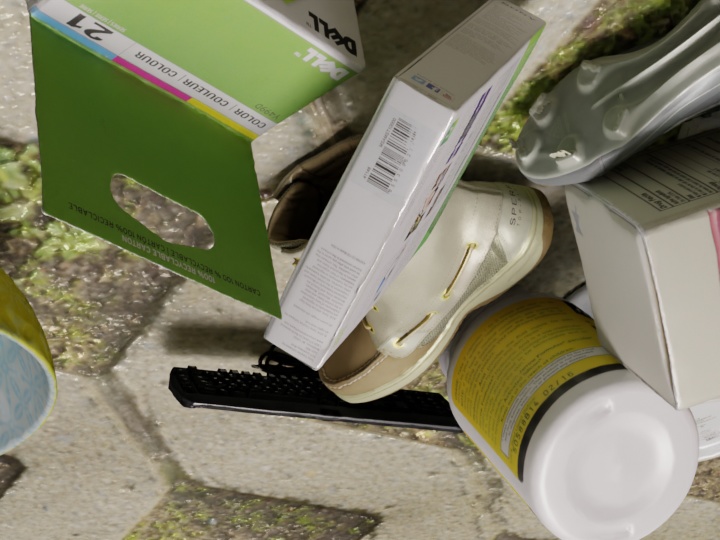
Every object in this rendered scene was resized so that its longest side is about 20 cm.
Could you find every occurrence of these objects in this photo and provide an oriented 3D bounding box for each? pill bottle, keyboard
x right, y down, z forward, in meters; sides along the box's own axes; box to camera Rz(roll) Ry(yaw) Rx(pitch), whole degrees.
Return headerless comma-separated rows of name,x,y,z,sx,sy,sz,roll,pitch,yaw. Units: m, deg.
pill bottle,0.119,0.080,1.110,0.110,0.200,0.112,-7,112,-17
keyboard,-0.032,0.072,1.187,0.198,0.040,0.104,8,-174,-19

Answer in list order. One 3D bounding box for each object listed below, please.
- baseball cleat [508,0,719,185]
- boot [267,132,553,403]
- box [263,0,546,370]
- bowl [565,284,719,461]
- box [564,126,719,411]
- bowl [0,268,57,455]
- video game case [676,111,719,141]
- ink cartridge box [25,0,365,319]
baseball cleat,0.182,-0.096,0.980,0.199,0.070,0.106,-32,141,33
boot,0.000,0.000,1.078,0.154,0.073,0.200,17,134,-38
box,0.026,-0.050,0.875,0.036,0.200,0.145,31,114,7
bowl,0.227,0.074,1.245,0.199,0.091,0.202,-7,148,-4
box,0.232,-0.018,0.992,0.198,0.128,0.110,-18,108,-8
bowl,-0.273,0.028,1.007,0.198,0.109,0.201,-7,149,-4
video game case,0.272,-0.019,1.118,0.198,0.023,0.183,0,126,-16
ink cartridge box,-0.068,-0.099,0.776,0.075,0.202,0.147,-30,144,29
